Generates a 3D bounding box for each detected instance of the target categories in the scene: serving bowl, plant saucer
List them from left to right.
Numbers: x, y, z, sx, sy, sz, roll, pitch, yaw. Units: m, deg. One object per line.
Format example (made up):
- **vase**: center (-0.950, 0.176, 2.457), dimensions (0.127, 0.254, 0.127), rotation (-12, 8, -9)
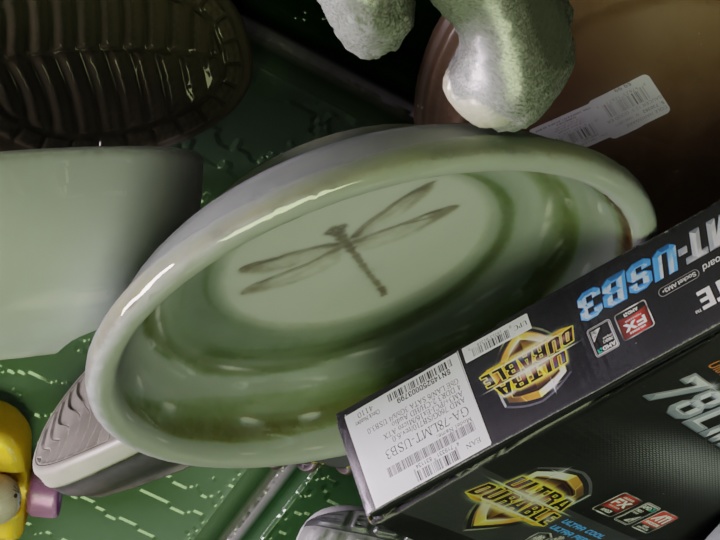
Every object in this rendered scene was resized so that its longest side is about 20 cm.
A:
- **serving bowl**: center (-0.150, 0.001, 0.804), dimensions (0.200, 0.200, 0.066), rotation (-7, 89, 10)
- **plant saucer**: center (0.000, 0.000, 0.787), dimensions (0.200, 0.050, 0.200), rotation (-14, 152, -8)
- **plant saucer**: center (0.119, -0.049, 0.851), dimensions (0.200, 0.029, 0.200), rotation (3, 128, 3)

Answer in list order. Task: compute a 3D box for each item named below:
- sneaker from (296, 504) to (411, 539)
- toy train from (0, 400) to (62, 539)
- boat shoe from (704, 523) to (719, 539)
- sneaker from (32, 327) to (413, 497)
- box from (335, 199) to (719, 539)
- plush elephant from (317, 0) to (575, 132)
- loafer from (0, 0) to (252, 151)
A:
- **sneaker**: center (0.050, 0.156, 0.969), dimensions (0.200, 0.087, 0.075), rotation (34, 87, -22)
- **toy train**: center (-0.211, 0.085, 0.959), dimensions (0.150, 0.056, 0.200), rotation (-15, 125, 15)
- **boat shoe**: center (0.151, 0.179, 0.906), dimensions (0.072, 0.071, 0.200), rotation (6, 118, -23)
- **sneaker**: center (-0.028, 0.060, 0.915), dimensions (0.200, 0.075, 0.106), rotation (-27, 121, 21)
- **box**: center (0.123, 0.050, 0.851), dimensions (0.198, 0.050, 0.200), rotation (-28, 151, 19)
- **plush elephant**: center (-0.023, -0.146, 0.713), dimensions (0.155, 0.165, 0.200), rotation (-1, 154, 39)
- **loafer**: center (-0.139, -0.072, 0.830), dimensions (0.200, 0.067, 0.076), rotation (-6, 98, -9)
